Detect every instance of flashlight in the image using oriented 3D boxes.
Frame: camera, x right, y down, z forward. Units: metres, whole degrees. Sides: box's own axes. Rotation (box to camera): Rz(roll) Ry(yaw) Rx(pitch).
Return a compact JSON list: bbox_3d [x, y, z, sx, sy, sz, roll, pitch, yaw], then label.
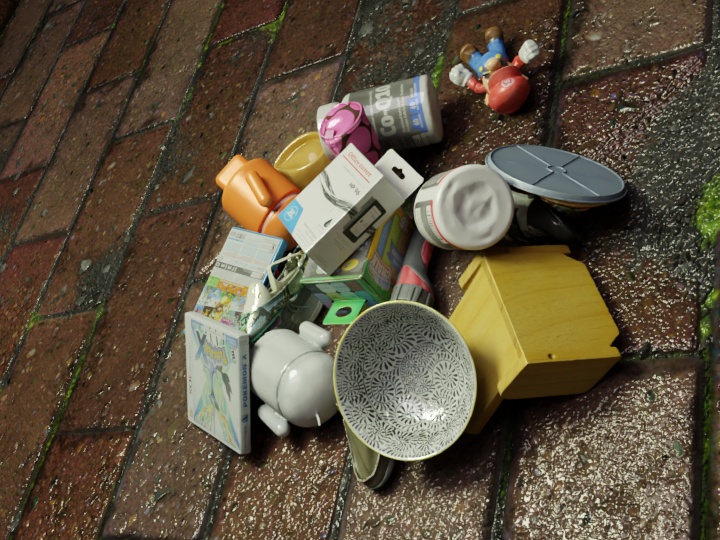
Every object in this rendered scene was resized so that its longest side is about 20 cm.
[{"bbox_3d":[0.100,-0.020,1.395,0.067,0.068,0.202,-1,53,33],"label":"flashlight"}]

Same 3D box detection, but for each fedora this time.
[{"bbox_3d":[-0.091,-0.190,1.670,0.198,0.082,0.203,-23,46,26],"label":"fedora"}]

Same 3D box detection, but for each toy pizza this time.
[{"bbox_3d":[0.267,-0.126,1.270,0.200,0.197,0.032,43,131,49],"label":"toy pizza"}]

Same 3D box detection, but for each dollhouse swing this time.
[{"bbox_3d":[0.213,0.102,1.220,0.178,0.178,0.202,-2,43,-13],"label":"dollhouse swing"}]

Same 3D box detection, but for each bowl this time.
[{"bbox_3d":[0.072,0.138,1.204,0.197,0.094,0.205,1,92,26],"label":"bowl"}]

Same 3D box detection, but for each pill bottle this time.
[{"bbox_3d":[0.033,-0.253,1.558,0.196,0.114,0.115,-11,50,15],"label":"pill bottle"},{"bbox_3d":[0.135,-0.085,1.282,0.111,0.110,0.200,-50,7,-4],"label":"pill bottle"}]

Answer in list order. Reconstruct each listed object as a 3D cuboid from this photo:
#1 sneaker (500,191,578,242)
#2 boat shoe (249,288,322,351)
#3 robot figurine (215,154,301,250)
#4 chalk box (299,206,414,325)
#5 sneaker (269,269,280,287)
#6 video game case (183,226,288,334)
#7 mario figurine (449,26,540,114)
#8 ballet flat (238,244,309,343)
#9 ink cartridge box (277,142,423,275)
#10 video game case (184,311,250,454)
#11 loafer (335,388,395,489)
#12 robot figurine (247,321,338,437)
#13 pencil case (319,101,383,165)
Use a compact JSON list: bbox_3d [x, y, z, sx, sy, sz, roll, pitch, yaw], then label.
[{"bbox_3d":[0.231,-0.068,1.317,0.089,0.074,0.200,-55,34,5],"label":"sneaker"},{"bbox_3d":[-0.144,0.084,1.515,0.201,0.065,0.075,-37,42,12],"label":"boat shoe"},{"bbox_3d":[-0.162,-0.114,1.600,0.199,0.145,0.116,41,46,16],"label":"robot figurine"},{"bbox_3d":[0.000,0.000,1.416,0.123,0.124,0.203,-3,58,37],"label":"chalk box"},{"bbox_3d":[-0.214,0.061,1.589,0.084,0.077,0.201,29,80,43],"label":"sneaker"},{"bbox_3d":[-0.209,0.030,1.530,0.142,0.018,0.203,14,75,44],"label":"video game case"},{"bbox_3d":[0.218,-0.340,1.503,0.201,0.104,0.125,-105,32,-53],"label":"mario figurine"},{"bbox_3d":[-0.139,0.031,1.451,0.073,0.075,0.200,5,40,42],"label":"ballet flat"},{"bbox_3d":[-0.016,-0.107,1.365,0.200,0.068,0.116,-44,43,3],"label":"ink cartridge box"},{"bbox_3d":[-0.227,0.172,1.449,0.199,0.022,0.186,13,106,55],"label":"video game case"},{"bbox_3d":[-0.004,0.199,1.267,0.075,0.069,0.203,-31,59,42],"label":"loafer"},{"bbox_3d":[-0.098,0.161,1.378,0.199,0.112,0.172,25,92,48],"label":"robot figurine"},{"bbox_3d":[-0.003,-0.170,1.492,0.090,0.202,0.094,22,59,43],"label":"pencil case"}]
